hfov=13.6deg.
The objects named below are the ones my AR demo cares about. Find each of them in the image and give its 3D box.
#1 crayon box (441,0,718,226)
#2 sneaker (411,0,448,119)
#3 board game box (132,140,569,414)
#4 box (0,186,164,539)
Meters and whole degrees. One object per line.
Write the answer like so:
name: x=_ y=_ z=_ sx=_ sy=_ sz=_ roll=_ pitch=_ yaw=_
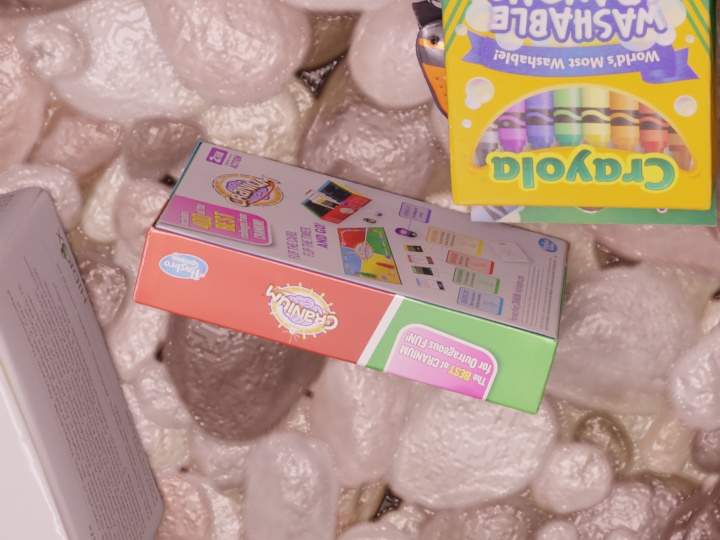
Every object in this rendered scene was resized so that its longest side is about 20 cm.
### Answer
crayon box: x=0.104 y=-0.100 z=1.413 sx=0.125 sy=0.052 sz=0.201 roll=1 pitch=119 yaw=11
sneaker: x=0.082 y=-0.141 z=1.459 sx=0.112 sy=0.078 sz=0.201 roll=7 pitch=108 yaw=3
board game box: x=0.000 y=0.000 z=1.474 sx=0.199 sy=0.153 sz=0.040 roll=16 pitch=109 yaw=2
box: x=-0.230 y=0.095 z=1.517 sx=0.198 sy=0.171 sz=0.201 roll=-17 pitch=105 yaw=11
